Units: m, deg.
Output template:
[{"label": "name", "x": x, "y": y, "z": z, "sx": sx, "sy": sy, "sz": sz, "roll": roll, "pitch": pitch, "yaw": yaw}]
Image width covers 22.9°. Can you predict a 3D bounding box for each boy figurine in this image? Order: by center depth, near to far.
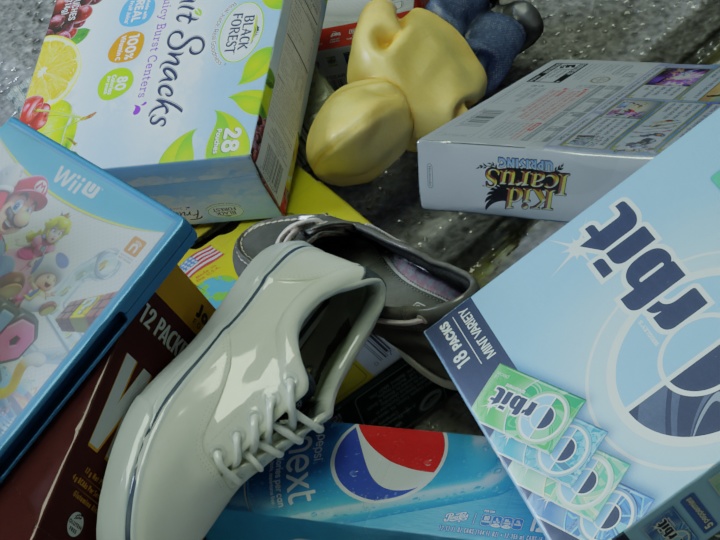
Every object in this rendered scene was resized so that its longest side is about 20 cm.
[{"label": "boy figurine", "x": 0.040, "y": -0.115, "z": 1.110, "sx": 0.200, "sy": 0.124, "sz": 0.064, "roll": -48, "pitch": 5, "yaw": -37}]

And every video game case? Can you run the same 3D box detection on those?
[{"label": "video game case", "x": -0.188, "y": 0.029, "z": 0.856, "sx": 0.143, "sy": 0.018, "sz": 0.200, "roll": 29, "pitch": 74, "yaw": 37}, {"label": "video game case", "x": 0.155, "y": -0.074, "z": 1.001, "sx": 0.180, "sy": 0.046, "sz": 0.200, "roll": 5, "pitch": 21, "yaw": 28}]

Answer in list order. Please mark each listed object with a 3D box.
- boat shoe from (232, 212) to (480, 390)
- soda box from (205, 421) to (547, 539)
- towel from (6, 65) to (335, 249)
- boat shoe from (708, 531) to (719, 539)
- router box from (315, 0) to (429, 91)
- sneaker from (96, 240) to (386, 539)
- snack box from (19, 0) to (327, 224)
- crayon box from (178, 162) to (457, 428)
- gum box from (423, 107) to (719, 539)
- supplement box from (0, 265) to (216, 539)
[{"label": "boat shoe", "x": 0.000, "y": 0.000, "z": 0.953, "sx": 0.199, "sy": 0.057, "sz": 0.067, "roll": 25, "pitch": 57, "yaw": 40}, {"label": "soda box", "x": 0.021, "y": 0.122, "z": 0.878, "sx": 0.199, "sy": 0.068, "sz": 0.064, "roll": 3, "pitch": 46, "yaw": 26}, {"label": "towel", "x": -0.118, "y": -0.096, "z": 1.167, "sx": 0.192, "sy": 0.035, "sz": 0.201, "roll": -31, "pitch": 56, "yaw": -3}, {"label": "boat shoe", "x": 0.138, "y": 0.072, "z": 0.886, "sx": 0.072, "sy": 0.062, "sz": 0.200, "roll": -10, "pitch": 38, "yaw": -20}, {"label": "router box", "x": -0.047, "y": -0.184, "z": 1.265, "sx": 0.198, "sy": 0.049, "sz": 0.180, "roll": -9, "pitch": 41, "yaw": 14}, {"label": "sneaker", "x": -0.055, "y": 0.065, "z": 0.854, "sx": 0.070, "sy": 0.073, "sz": 0.201, "roll": 7, "pitch": 56, "yaw": 38}, {"label": "snack box", "x": -0.117, "y": -0.123, "z": 1.111, "sx": 0.167, "sy": 0.068, "sz": 0.201, "roll": -3, "pitch": 54, "yaw": 19}, {"label": "crayon box", "x": -0.031, "y": 0.025, "z": 1.023, "sx": 0.127, "sy": 0.051, "sz": 0.200, "roll": -33, "pitch": 42, "yaw": -14}, {"label": "gum box", "x": 0.146, "y": 0.029, "z": 0.802, "sx": 0.200, "sy": 0.045, "sz": 0.170, "roll": -37, "pitch": 41, "yaw": 6}, {"label": "supplement box", "x": -0.187, "y": 0.095, "z": 0.910, "sx": 0.196, "sy": 0.133, "sz": 0.201, "roll": 6, "pitch": 62, "yaw": 29}]
